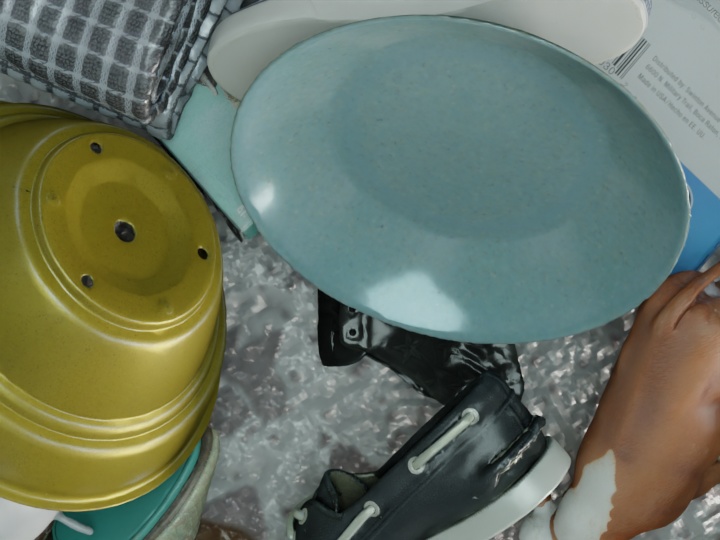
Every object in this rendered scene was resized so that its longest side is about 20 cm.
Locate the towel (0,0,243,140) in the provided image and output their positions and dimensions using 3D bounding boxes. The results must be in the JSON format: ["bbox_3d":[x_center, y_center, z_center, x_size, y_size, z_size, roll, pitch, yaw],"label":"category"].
[{"bbox_3d":[-0.120,-0.181,0.919,0.164,0.086,0.202,22,85,12],"label":"towel"}]

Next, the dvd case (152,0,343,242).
[{"bbox_3d":[-0.064,-0.134,0.957,0.146,0.022,0.200,-41,75,-1],"label":"dvd case"}]

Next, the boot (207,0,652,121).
[{"bbox_3d":[0.032,-0.127,0.901,0.198,0.073,0.091,-6,52,18],"label":"boot"}]

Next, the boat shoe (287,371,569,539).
[{"bbox_3d":[0.004,0.117,0.963,0.199,0.076,0.061,-36,96,19],"label":"boat shoe"}]

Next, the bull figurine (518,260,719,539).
[{"bbox_3d":[0.146,0.071,0.968,0.121,0.201,0.065,-21,57,-36],"label":"bull figurine"}]

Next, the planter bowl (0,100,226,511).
[{"bbox_3d":[-0.122,-0.002,0.907,0.083,0.200,0.201,-32,98,44],"label":"planter bowl"}]

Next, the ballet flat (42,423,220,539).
[{"bbox_3d":[-0.130,0.153,0.996,0.200,0.067,0.062,-46,134,3],"label":"ballet flat"}]

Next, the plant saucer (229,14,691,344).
[{"bbox_3d":[0.044,-0.046,0.888,0.199,0.202,0.039,20,50,-5],"label":"plant saucer"}]

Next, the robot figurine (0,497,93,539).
[{"bbox_3d":[-0.204,0.056,0.950,0.169,0.113,0.201,-31,95,1],"label":"robot figurine"}]

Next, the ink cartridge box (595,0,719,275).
[{"bbox_3d":[0.151,-0.117,0.965,0.146,0.086,0.200,40,90,-15],"label":"ink cartridge box"}]

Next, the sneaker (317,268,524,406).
[{"bbox_3d":[-0.001,0.000,0.985,0.198,0.060,0.105,25,88,-9],"label":"sneaker"}]
